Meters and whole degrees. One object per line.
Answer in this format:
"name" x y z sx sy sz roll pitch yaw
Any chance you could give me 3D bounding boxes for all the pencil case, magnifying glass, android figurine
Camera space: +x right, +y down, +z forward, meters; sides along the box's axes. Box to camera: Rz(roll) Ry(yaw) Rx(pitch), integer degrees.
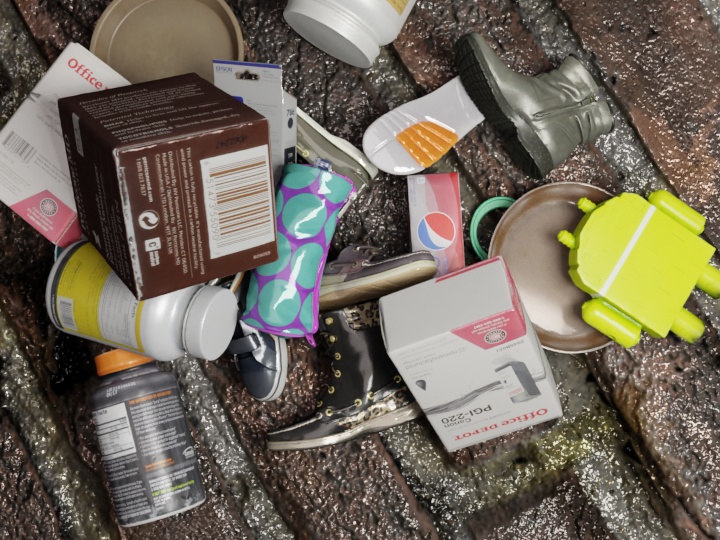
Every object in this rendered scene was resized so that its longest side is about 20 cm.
"pencil case" -0.068 -0.023 1.046 0.092 0.085 0.202 14 86 10
"magnifying glass" 0.182 0.010 1.118 0.079 0.022 0.202 -11 83 3
"android figurine" 0.322 -0.007 1.067 0.199 0.041 0.183 31 84 -2

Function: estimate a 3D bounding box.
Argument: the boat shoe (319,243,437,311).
"boat shoe" 0.000 0.000 1.075 0.199 0.072 0.065 -18 72 40

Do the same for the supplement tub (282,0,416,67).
"supplement tub" 0.007 -0.360 1.100 0.144 0.144 0.201 29 87 6

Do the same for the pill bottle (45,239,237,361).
"pill bottle" -0.245 0.038 1.047 0.198 0.112 0.113 13 86 19

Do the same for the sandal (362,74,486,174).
"sandal" 0.089 -0.175 1.126 0.206 0.059 0.080 -33 91 -20

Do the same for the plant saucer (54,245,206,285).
"plant saucer" -0.277 -0.017 1.148 0.198 0.036 0.202 0 84 5

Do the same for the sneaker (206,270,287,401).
"sneaker" -0.143 0.056 1.100 0.078 0.079 0.202 -18 76 40

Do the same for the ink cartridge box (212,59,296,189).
"ink cartridge box" -0.125 -0.147 1.097 0.099 0.039 0.202 12 111 25

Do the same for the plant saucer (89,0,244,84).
"plant saucer" -0.243 -0.269 1.170 0.198 0.029 0.202 0 85 4

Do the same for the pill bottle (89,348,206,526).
"pill bottle" -0.256 0.189 1.093 0.105 0.106 0.202 -15 84 3

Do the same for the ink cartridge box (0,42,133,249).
"ink cartridge box" -0.338 -0.145 1.107 0.146 0.083 0.200 37 88 11

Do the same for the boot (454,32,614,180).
"boot" 0.207 -0.219 1.099 0.130 0.068 0.201 -38 103 -11

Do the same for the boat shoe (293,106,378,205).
"boat shoe" -0.075 -0.156 1.126 0.201 0.072 0.060 35 84 3

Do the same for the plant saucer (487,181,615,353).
"plant saucer" 0.245 -0.003 1.095 0.198 0.032 0.202 1 84 -5

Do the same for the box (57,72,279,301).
"box" -0.205 -0.097 0.990 0.163 0.200 0.167 -18 122 -27

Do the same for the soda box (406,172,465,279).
"soda box" 0.091 -0.011 1.100 0.063 0.070 0.202 -4 85 1

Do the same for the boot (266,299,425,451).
"boot" -0.028 0.125 1.096 0.198 0.073 0.152 -15 85 -1

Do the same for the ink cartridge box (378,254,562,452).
"ink cartridge box" 0.123 0.097 1.015 0.145 0.200 0.085 -20 44 12
